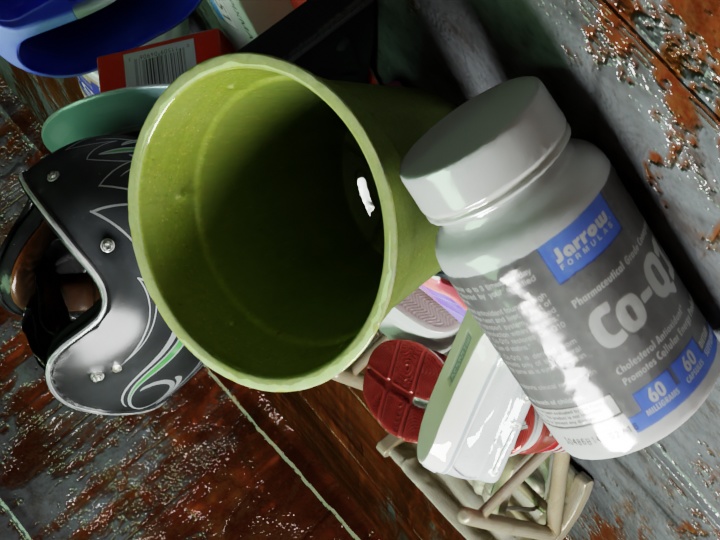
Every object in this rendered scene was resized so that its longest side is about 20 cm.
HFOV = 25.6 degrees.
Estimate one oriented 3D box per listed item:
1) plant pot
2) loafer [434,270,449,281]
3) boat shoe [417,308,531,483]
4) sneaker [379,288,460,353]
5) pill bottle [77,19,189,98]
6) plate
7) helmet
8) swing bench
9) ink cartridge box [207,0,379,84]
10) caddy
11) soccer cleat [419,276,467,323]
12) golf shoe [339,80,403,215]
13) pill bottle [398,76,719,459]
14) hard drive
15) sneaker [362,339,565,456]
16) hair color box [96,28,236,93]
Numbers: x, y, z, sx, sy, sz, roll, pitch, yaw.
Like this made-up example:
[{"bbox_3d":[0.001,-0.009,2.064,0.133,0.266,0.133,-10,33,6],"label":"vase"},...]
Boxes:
[{"bbox_3d":[-0.012,-0.044,1.007,0.200,0.201,0.189,48,-148,16],"label":"plant pot"},{"bbox_3d":[0.104,-0.003,1.104,0.200,0.073,0.072,39,-156,24],"label":"loafer"},{"bbox_3d":[0.103,0.053,1.036,0.068,0.202,0.072,19,-165,-12],"label":"boat shoe"},{"bbox_3d":[0.000,0.000,1.304,0.199,0.074,0.116,39,166,10],"label":"sneaker"},{"bbox_3d":[-0.227,-0.210,1.587,0.120,0.119,0.200,50,168,7],"label":"pill bottle"},{"bbox_3d":[-0.159,-0.103,1.287,0.200,0.198,0.026,99,166,-75],"label":"plate"},{"bbox_3d":[-0.181,-0.007,1.222,0.198,0.192,0.200,23,-160,-9],"label":"helmet"},{"bbox_3d":[0.097,0.149,1.422,0.199,0.130,0.200,44,172,31],"label":"swing bench"},{"bbox_3d":[-0.045,-0.158,1.222,0.176,0.045,0.201,39,163,52],"label":"ink cartridge box"},{"bbox_3d":[-0.215,-0.242,1.274,0.142,0.199,0.105,59,-177,-44],"label":"caddy"},{"bbox_3d":[0.081,0.014,1.206,0.200,0.067,0.077,41,159,27],"label":"soccer cleat"},{"bbox_3d":[0.002,-0.053,1.170,0.092,0.075,0.201,44,137,13],"label":"golf shoe"},{"bbox_3d":[0.113,-0.002,0.904,0.201,0.114,0.114,55,168,-19],"label":"pill bottle"},{"bbox_3d":[-0.053,-0.113,1.120,0.042,0.135,0.200,45,159,14],"label":"hard drive"},{"bbox_3d":[0.097,0.112,1.269,0.115,0.079,0.199,15,-175,-41],"label":"sneaker"},{"bbox_3d":[-0.135,-0.131,1.359,0.200,0.110,0.065,41,-142,-71],"label":"hair color box"}]
